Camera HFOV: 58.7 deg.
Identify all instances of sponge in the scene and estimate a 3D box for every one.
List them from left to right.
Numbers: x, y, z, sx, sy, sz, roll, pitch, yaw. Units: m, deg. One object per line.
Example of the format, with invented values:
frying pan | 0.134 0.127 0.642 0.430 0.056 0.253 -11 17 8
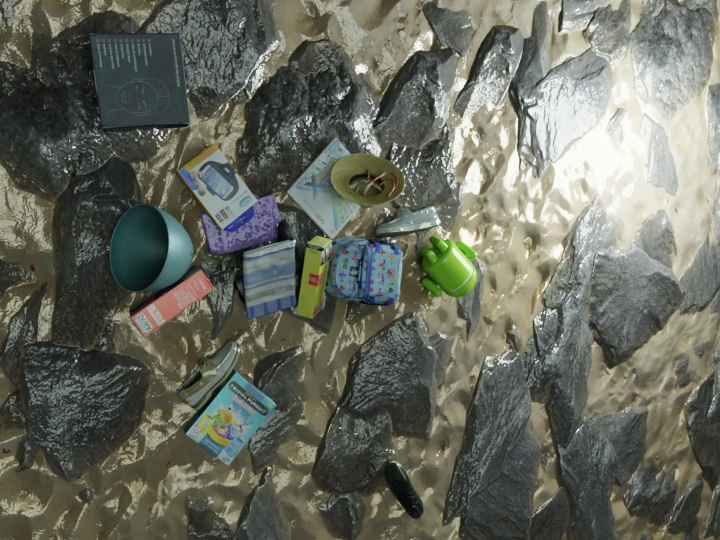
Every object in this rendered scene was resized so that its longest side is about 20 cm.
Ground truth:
sponge | -0.302 -0.116 1.644 0.196 0.030 0.114 -19 105 -20

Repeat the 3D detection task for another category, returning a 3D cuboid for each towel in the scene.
towel | -0.227 0.025 1.624 0.144 0.024 0.204 -16 126 -28

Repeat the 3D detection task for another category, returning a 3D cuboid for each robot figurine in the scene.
robot figurine | 0.256 -0.006 1.844 0.176 0.116 0.200 -46 112 -3

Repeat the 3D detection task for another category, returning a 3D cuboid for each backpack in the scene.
backpack | 0.000 0.000 1.731 0.196 0.134 0.187 8 94 -20

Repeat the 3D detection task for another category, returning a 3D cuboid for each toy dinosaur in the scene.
toy dinosaur | -0.346 -0.009 1.608 0.199 0.047 0.090 4 108 -58

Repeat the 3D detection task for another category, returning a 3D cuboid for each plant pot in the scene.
plant pot | -0.475 -0.044 1.513 0.134 0.197 0.204 14 93 -60

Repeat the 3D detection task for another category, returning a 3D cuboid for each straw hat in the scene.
straw hat | 0.015 -0.214 1.704 0.197 0.203 0.086 -18 148 -19

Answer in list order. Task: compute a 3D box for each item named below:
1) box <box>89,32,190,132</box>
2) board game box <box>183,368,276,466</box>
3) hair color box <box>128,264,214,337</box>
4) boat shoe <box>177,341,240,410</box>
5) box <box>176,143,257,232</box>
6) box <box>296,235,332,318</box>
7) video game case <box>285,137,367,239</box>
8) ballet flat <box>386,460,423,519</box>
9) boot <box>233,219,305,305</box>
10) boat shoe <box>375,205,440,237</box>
box | -0.503 -0.428 1.464 0.192 0.124 0.205 -8 100 -20
board game box | -0.343 0.386 1.688 0.151 0.047 0.201 43 81 -22
hair color box | -0.462 0.070 1.559 0.199 0.111 0.065 -37 108 -14
boat shoe | -0.387 0.260 1.637 0.068 0.074 0.201 39 83 -28
box | -0.348 -0.196 1.585 0.119 0.041 0.201 -40 98 -18
box | -0.121 0.018 1.680 0.049 0.075 0.204 16 111 13
video game case | -0.075 -0.220 1.728 0.182 0.022 0.201 45 80 -22
ballet flat | 0.131 0.660 1.933 0.065 0.057 0.203 -23 102 11
boot | -0.243 -0.016 1.649 0.198 0.066 0.167 -31 124 -14
boat shoe | 0.129 -0.142 1.807 0.197 0.070 0.073 -12 83 -19
